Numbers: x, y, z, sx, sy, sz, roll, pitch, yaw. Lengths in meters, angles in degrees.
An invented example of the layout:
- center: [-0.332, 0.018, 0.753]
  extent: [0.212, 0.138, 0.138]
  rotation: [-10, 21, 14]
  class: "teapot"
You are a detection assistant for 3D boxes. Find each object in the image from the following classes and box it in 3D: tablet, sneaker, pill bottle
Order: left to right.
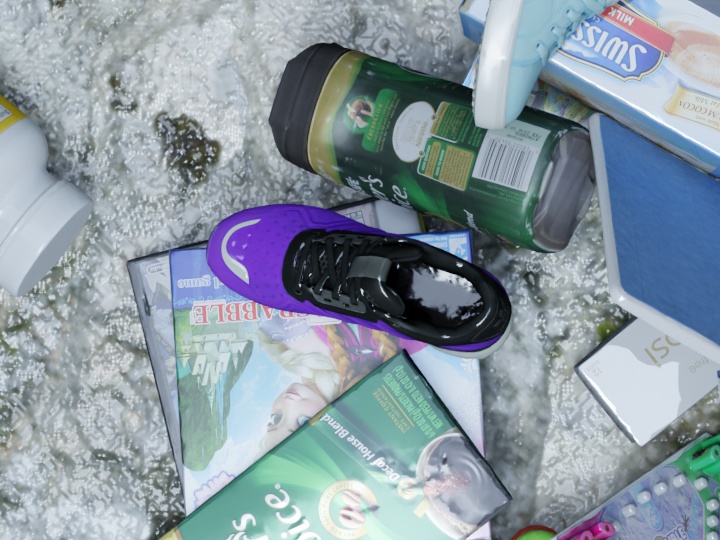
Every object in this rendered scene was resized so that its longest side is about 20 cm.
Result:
- center: [-0.274, -0.076, 1.553]
  extent: [0.200, 0.112, 0.112]
  rotation: [39, 90, 3]
  class: "pill bottle"
- center: [0.000, -0.001, 1.477]
  extent: [0.199, 0.100, 0.070]
  rotation: [14, 86, 3]
  class: "sneaker"
- center: [0.126, -0.170, 1.391]
  extent: [0.081, 0.074, 0.201]
  rotation: [20, 92, 9]
  class: "sneaker"
- center: [0.195, -0.013, 1.436]
  extent: [0.130, 0.201, 0.014]
  rotation: [28, 121, -17]
  class: "tablet"

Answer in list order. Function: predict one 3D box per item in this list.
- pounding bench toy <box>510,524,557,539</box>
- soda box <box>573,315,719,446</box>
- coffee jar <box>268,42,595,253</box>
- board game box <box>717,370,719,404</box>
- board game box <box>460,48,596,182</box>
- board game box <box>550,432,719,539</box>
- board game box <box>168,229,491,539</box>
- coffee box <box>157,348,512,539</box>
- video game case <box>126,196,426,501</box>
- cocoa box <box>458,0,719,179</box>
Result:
- center: [0.105, 0.246, 1.482]
  extent: [0.123, 0.200, 0.157]
  rotation: [-19, 88, 2]
  class: "pounding bench toy"
- center: [0.235, 0.026, 1.552]
  extent: [0.200, 0.064, 0.068]
  rotation: [-39, 87, 0]
  class: "soda box"
- center: [0.044, -0.079, 1.520]
  extent: [0.199, 0.104, 0.086]
  rotation: [20, 91, 24]
  class: "coffee jar"
- center: [0.317, 0.106, 1.441]
  extent: [0.198, 0.034, 0.136]
  rotation: [-12, 109, -11]
  class: "board game box"
- center: [0.164, -0.167, 1.576]
  extent: [0.134, 0.034, 0.201]
  rotation: [28, 90, 3]
  class: "board game box"
- center: [0.223, 0.218, 1.493]
  extent: [0.026, 0.199, 0.201]
  rotation: [-30, 87, 42]
  class: "board game box"
- center: [-0.019, 0.080, 1.547]
  extent: [0.198, 0.041, 0.201]
  rotation: [-5, 88, 3]
  class: "board game box"
- center: [-0.016, 0.157, 1.501]
  extent: [0.199, 0.044, 0.123]
  rotation: [-36, 88, 2]
  class: "coffee box"
- center: [-0.037, 0.057, 1.582]
  extent: [0.198, 0.026, 0.182]
  rotation: [-14, 88, 2]
  class: "video game case"
- center: [0.175, -0.161, 1.491]
  extent: [0.199, 0.133, 0.132]
  rotation: [30, 91, 4]
  class: "cocoa box"
